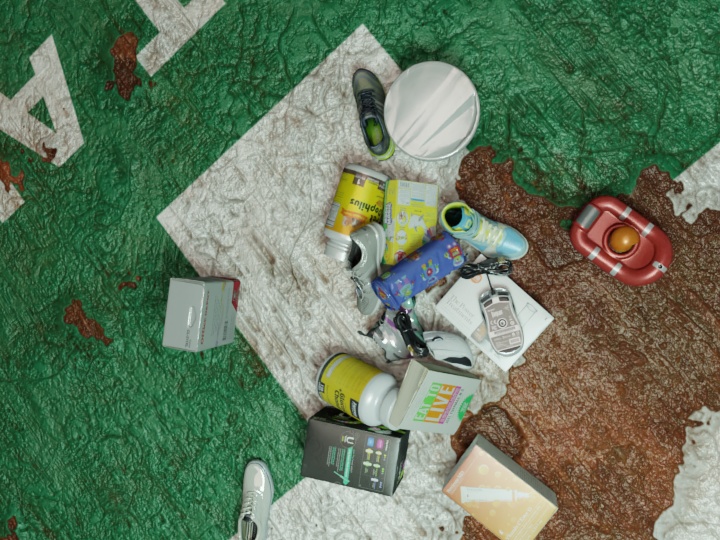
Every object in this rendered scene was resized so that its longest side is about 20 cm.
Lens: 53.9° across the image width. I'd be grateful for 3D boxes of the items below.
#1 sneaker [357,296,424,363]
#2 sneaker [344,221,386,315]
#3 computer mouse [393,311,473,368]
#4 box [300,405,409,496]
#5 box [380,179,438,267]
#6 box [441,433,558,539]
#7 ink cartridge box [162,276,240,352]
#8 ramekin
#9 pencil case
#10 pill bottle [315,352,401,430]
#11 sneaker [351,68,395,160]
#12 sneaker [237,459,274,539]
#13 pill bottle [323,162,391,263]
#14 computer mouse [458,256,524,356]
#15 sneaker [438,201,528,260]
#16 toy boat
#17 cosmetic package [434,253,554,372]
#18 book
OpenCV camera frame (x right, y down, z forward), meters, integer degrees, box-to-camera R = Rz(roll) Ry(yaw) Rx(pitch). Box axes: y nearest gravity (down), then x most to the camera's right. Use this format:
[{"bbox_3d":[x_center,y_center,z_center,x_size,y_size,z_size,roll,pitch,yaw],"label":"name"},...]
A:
[{"bbox_3d":[0.055,0.101,1.508,0.139,0.078,0.202,-16,86,11],"label":"sneaker"},{"bbox_3d":[0.000,0.000,1.459,0.075,0.081,0.202,30,125,52],"label":"sneaker"},{"bbox_3d":[0.162,0.146,1.432,0.044,0.199,0.110,-54,38,22],"label":"computer mouse"},{"bbox_3d":[-0.006,0.375,1.485,0.198,0.148,0.126,9,92,12],"label":"box"},{"bbox_3d":[0.104,-0.083,1.481,0.048,0.116,0.202,2,89,55],"label":"box"},{"bbox_3d":[0.284,0.454,1.447,0.199,0.097,0.125,36,97,10],"label":"box"},{"bbox_3d":[-0.341,0.089,1.534,0.082,0.200,0.147,8,91,12],"label":"ink cartridge box"},{"bbox_3d":[0.153,-0.323,1.478,0.200,0.094,0.205,0,89,13],"label":"ramekin"},{"bbox_3d":[0.118,0.004,1.421,0.199,0.078,0.087,-34,119,-14],"label":"pencil case"},{"bbox_3d":[0.009,0.252,1.465,0.199,0.112,0.113,20,95,40],"label":"pill bottle"},{"bbox_3d":[0.026,-0.339,1.513,0.073,0.081,0.202,-18,86,12],"label":"sneaker"},{"bbox_3d":[-0.235,0.527,1.576,0.072,0.071,0.202,-1,90,12],"label":"sneaker"},{"bbox_3d":[-0.012,-0.118,1.507,0.108,0.109,0.202,19,94,12],"label":"pill bottle"},{"bbox_3d":[0.274,0.076,1.428,0.109,0.044,0.202,-14,80,7],"label":"computer mouse"},{"bbox_3d":[0.246,-0.078,1.438,0.198,0.131,0.080,22,92,12],"label":"sneaker"},{"bbox_3d":[0.511,-0.057,1.379,0.199,0.131,0.131,37,98,10],"label":"toy boat"},{"bbox_3d":[0.277,0.087,1.473,0.200,0.052,0.151,42,95,10],"label":"cosmetic package"},{"bbox_3d":[0.152,0.262,1.433,0.048,0.199,0.135,29,98,43],"label":"book"}]
